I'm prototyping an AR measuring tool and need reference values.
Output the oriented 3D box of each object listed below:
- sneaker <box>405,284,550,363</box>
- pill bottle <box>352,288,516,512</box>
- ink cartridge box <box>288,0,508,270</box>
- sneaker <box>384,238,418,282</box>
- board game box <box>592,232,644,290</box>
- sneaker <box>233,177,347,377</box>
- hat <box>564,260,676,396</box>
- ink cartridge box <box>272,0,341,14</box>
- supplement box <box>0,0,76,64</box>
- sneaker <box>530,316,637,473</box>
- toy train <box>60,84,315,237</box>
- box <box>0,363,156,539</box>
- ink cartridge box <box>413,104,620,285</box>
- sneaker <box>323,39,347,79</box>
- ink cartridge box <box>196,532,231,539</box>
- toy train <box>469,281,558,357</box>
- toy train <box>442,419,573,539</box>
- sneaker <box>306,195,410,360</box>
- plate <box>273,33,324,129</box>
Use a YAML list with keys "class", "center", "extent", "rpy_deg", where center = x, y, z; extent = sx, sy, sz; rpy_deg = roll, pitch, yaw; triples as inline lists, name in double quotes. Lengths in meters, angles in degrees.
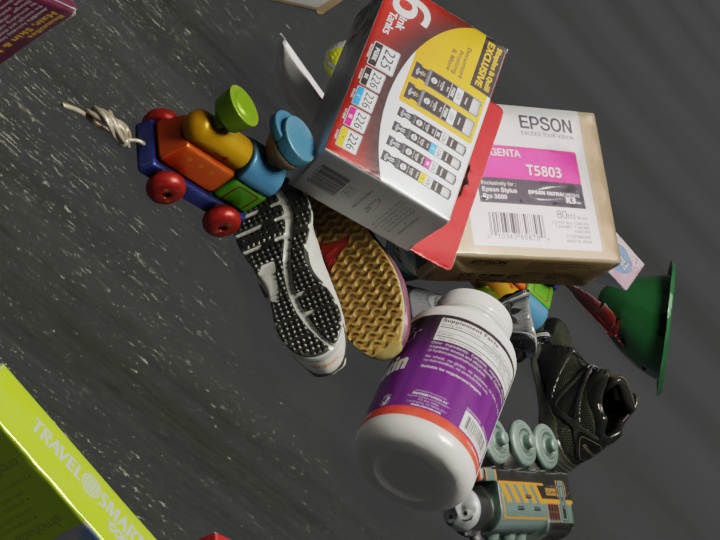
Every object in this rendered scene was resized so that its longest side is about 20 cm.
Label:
- class: "sneaker"
  center: [0.109, 0.048, 1.620]
  extent: [0.200, 0.113, 0.076]
  rpy_deg: [29, 49, -49]
- class: "pill bottle"
  center: [0.074, 0.111, 1.466]
  extent: [0.113, 0.112, 0.201]
  rpy_deg: [49, 43, -22]
- class: "ink cartridge box"
  center: [0.055, -0.130, 1.472]
  extent: [0.175, 0.084, 0.201]
  rpy_deg: [29, 60, -16]
- class: "sneaker"
  center: [0.059, -0.075, 1.668]
  extent: [0.077, 0.086, 0.201]
  rpy_deg: [36, 50, -25]
- class: "board game box"
  center: [0.193, -0.069, 1.823]
  extent: [0.200, 0.043, 0.199]
  rpy_deg: [45, -13, -30]
- class: "sneaker"
  center: [-0.061, 0.008, 1.438]
  extent: [0.080, 0.073, 0.201]
  rpy_deg: [70, 3, -60]
- class: "hat"
  center: [0.308, 0.055, 2.077]
  extent: [0.166, 0.174, 0.202]
  rpy_deg: [-71, 164, -58]
- class: "ink cartridge box"
  center: [-0.093, -0.370, 1.713]
  extent: [0.200, 0.075, 0.166]
  rpy_deg: [-3, 66, -62]
- class: "supplement box"
  center: [-0.315, -0.218, 1.119]
  extent: [0.199, 0.130, 0.104]
  rpy_deg: [21, 47, -53]
- class: "sneaker"
  center: [0.251, 0.122, 1.809]
  extent: [0.076, 0.114, 0.200]
  rpy_deg: [43, 30, -34]
- class: "toy train"
  center: [-0.137, -0.116, 1.350]
  extent: [0.200, 0.115, 0.085]
  rpy_deg: [32, 38, -44]
- class: "box"
  center: [-0.197, 0.164, 0.973]
  extent: [0.201, 0.121, 0.048]
  rpy_deg: [53, 26, -17]
- class: "ink cartridge box"
  center: [0.146, -0.075, 1.599]
  extent: [0.198, 0.075, 0.166]
  rpy_deg: [2, 70, -27]
- class: "sneaker"
  center: [0.032, -0.175, 1.767]
  extent: [0.199, 0.075, 0.106]
  rpy_deg: [14, 64, -47]
- class: "ink cartridge box"
  center: [-0.083, 0.264, 1.138]
  extent: [0.200, 0.067, 0.117]
  rpy_deg: [34, 38, -42]
- class: "toy train"
  center: [0.134, 0.001, 1.754]
  extent: [0.200, 0.084, 0.117]
  rpy_deg: [40, 50, -34]
- class: "toy train"
  center: [0.138, 0.207, 1.571]
  extent: [0.199, 0.085, 0.115]
  rpy_deg: [14, 62, -55]
- class: "sneaker"
  center: [0.000, 0.000, 1.507]
  extent: [0.201, 0.075, 0.090]
  rpy_deg: [66, 10, 25]
- class: "plate"
  center: [-0.031, -0.137, 1.587]
  extent: [0.200, 0.032, 0.200]
  rpy_deg: [55, 4, -12]
